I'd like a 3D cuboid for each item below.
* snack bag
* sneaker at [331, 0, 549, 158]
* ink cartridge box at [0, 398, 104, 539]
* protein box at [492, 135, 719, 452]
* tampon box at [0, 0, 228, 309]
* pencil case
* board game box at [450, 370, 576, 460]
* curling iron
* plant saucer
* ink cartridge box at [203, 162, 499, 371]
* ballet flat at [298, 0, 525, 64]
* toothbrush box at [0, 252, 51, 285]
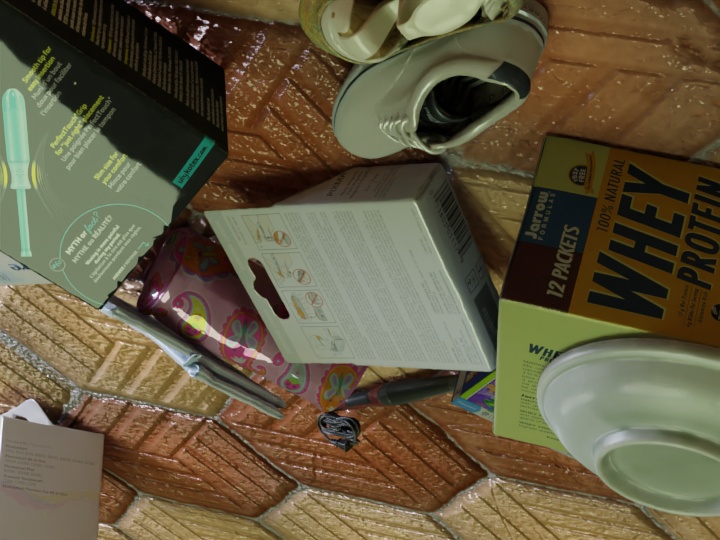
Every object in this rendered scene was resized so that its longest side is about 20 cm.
[{"bbox_3d":[-0.176,0.053,1.349,0.200,0.021,0.188,34,176,-37],"label":"snack bag"},{"bbox_3d":[0.039,-0.108,1.011,0.073,0.071,0.200,30,148,-20],"label":"sneaker"},{"bbox_3d":[-0.362,0.250,1.723,0.125,0.201,0.128,15,156,-33],"label":"ink cartridge box"},{"bbox_3d":[0.202,0.035,1.096,0.198,0.135,0.200,12,150,11],"label":"protein box"},{"bbox_3d":[-0.208,-0.106,1.039,0.200,0.126,0.150,34,112,-24],"label":"tampon box"},{"bbox_3d":[-0.085,0.043,1.321,0.200,0.088,0.087,30,148,-22],"label":"pencil case"},{"bbox_3d":[0.194,0.109,1.317,0.199,0.045,0.134,25,150,-12],"label":"board game box"},{"bbox_3d":[0.029,0.121,1.440,0.200,0.026,0.050,-26,91,46],"label":"curling iron"},{"bbox_3d":[0.209,0.115,1.040,0.199,0.050,0.200,13,151,8],"label":"plant saucer"},{"bbox_3d":[0.000,0.000,1.203,0.199,0.057,0.163,3,131,40],"label":"ink cartridge box"},{"bbox_3d":[0.026,-0.156,0.943,0.200,0.071,0.071,-14,138,43],"label":"ballet flat"},{"bbox_3d":[-0.286,-0.077,1.228,0.145,0.086,0.200,-2,146,31],"label":"toothbrush box"}]
